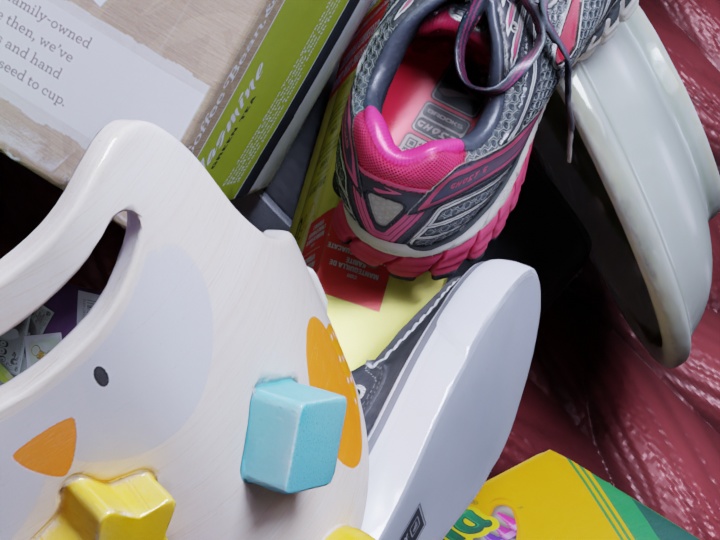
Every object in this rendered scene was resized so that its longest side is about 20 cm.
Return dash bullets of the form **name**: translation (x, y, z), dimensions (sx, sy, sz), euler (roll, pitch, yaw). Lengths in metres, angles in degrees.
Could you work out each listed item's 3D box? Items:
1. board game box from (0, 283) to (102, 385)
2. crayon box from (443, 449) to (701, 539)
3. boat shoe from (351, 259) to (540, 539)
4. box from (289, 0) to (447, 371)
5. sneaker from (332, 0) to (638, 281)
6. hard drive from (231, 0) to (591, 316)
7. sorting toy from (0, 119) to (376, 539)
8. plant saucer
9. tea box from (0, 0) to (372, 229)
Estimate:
- **board game box**: translation (-0.138, 0.085, 0.725), dimensions (0.120, 0.032, 0.201), euler (18, 53, -28)
- **crayon box**: translation (0.042, 0.142, 0.752), dimensions (0.119, 0.058, 0.200), euler (30, 37, 35)
- **boat shoe**: translation (-0.007, 0.069, 0.707), dimensions (0.066, 0.070, 0.200), euler (17, 58, 22)
- **box**: translation (0.000, 0.000, 0.797), dimensions (0.050, 0.075, 0.201), euler (20, 73, -11)
- **sneaker**: translation (0.052, -0.094, 0.748), dimensions (0.080, 0.075, 0.201), euler (19, 70, 9)
- **hard drive**: translation (-0.004, -0.042, 0.883), dimensions (0.200, 0.042, 0.135), euler (46, 54, -1)
- **sorting toy**: translation (-0.084, 0.048, 0.584), dimensions (0.200, 0.180, 0.107), euler (-33, 52, -11)
- **plant saucer**: translation (0.099, -0.060, 0.878), dimensions (0.050, 0.200, 0.201), euler (-25, 73, 0)
- **tea box**: translation (-0.101, -0.126, 0.734), dimensions (0.200, 0.134, 0.197), euler (32, 10, 6)
